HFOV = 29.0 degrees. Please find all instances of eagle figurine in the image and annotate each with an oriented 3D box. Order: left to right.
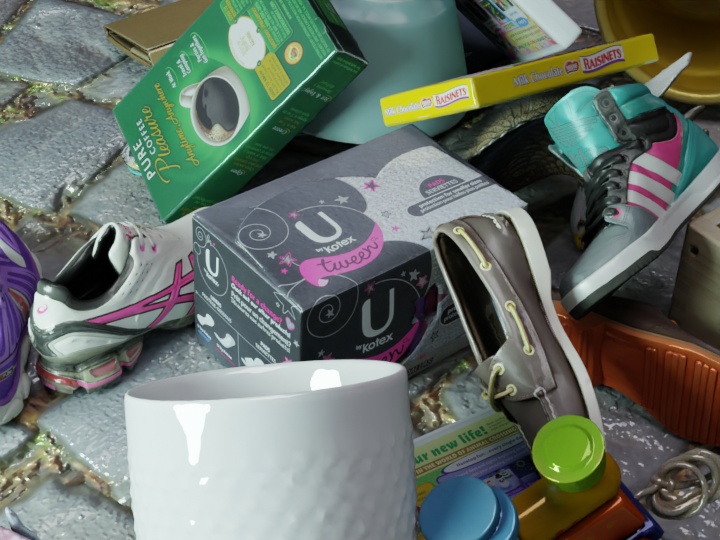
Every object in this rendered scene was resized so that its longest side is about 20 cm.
[{"bbox_3d":[0.164,-0.091,1.083,0.199,0.152,0.151,10,59,2],"label":"eagle figurine"}]

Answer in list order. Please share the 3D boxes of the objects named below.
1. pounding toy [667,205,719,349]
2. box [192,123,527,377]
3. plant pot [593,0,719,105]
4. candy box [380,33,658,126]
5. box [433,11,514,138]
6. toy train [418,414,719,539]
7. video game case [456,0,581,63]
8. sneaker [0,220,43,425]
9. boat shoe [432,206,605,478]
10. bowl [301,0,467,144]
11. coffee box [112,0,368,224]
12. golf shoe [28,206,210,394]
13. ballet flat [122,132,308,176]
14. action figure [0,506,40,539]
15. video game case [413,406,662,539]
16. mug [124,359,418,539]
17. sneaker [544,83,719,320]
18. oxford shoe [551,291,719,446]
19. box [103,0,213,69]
[{"bbox_3d":[0.321,0.015,0.939,0.200,0.143,0.184,-25,45,-30],"label":"pounding toy"},{"bbox_3d":[0.000,0.000,0.964,0.200,0.115,0.132,-26,46,-30],"label":"box"},{"bbox_3d":[0.318,-0.272,1.278,0.200,0.202,0.189,9,23,9],"label":"plant pot"},{"bbox_3d":[0.121,-0.143,1.039,0.200,0.027,0.102,-19,6,-38],"label":"candy box"},{"bbox_3d":[0.029,-0.196,1.265,0.200,0.051,0.157,32,46,31],"label":"box"},{"bbox_3d":[0.125,0.115,0.746,0.200,0.116,0.085,-34,49,-6],"label":"toy train"},{"bbox_3d":[0.086,-0.240,1.117,0.182,0.024,0.200,43,0,-7],"label":"video game case"},{"bbox_3d":[-0.257,0.019,0.952,0.080,0.084,0.200,-6,38,-11],"label":"sneaker"},{"bbox_3d":[0.098,0.054,0.863,0.059,0.072,0.201,-8,66,-18],"label":"boat shoe"},{"bbox_3d":[0.000,-0.198,1.127,0.200,0.105,0.201,7,36,-5],"label":"bowl"},{"bbox_3d":[-0.097,-0.139,1.061,0.044,0.200,0.123,13,40,-53],"label":"coffee box"},{"bbox_3d":[-0.150,0.001,0.975,0.072,0.092,0.200,21,41,24],"label":"golf shoe"},{"bbox_3d":[-0.107,-0.136,1.168,0.200,0.072,0.072,-17,42,-22],"label":"ballet flat"},{"bbox_3d":[-0.216,0.226,0.708,0.200,0.149,0.134,-48,28,-24],"label":"action figure"},{"bbox_3d":[0.069,0.168,0.831,0.199,0.022,0.182,-20,44,-24],"label":"video game case"},{"bbox_3d":[-0.056,0.143,0.740,0.147,0.176,0.200,-6,3,-34],"label":"mug"},{"bbox_3d":[0.166,-0.062,0.948,0.121,0.084,0.200,46,50,3],"label":"sneaker"},{"bbox_3d":[0.209,0.056,0.941,0.199,0.072,0.073,25,39,27],"label":"oxford shoe"},{"bbox_3d":[-0.123,-0.237,1.276,0.199,0.021,0.163,-22,24,-16],"label":"box"}]
